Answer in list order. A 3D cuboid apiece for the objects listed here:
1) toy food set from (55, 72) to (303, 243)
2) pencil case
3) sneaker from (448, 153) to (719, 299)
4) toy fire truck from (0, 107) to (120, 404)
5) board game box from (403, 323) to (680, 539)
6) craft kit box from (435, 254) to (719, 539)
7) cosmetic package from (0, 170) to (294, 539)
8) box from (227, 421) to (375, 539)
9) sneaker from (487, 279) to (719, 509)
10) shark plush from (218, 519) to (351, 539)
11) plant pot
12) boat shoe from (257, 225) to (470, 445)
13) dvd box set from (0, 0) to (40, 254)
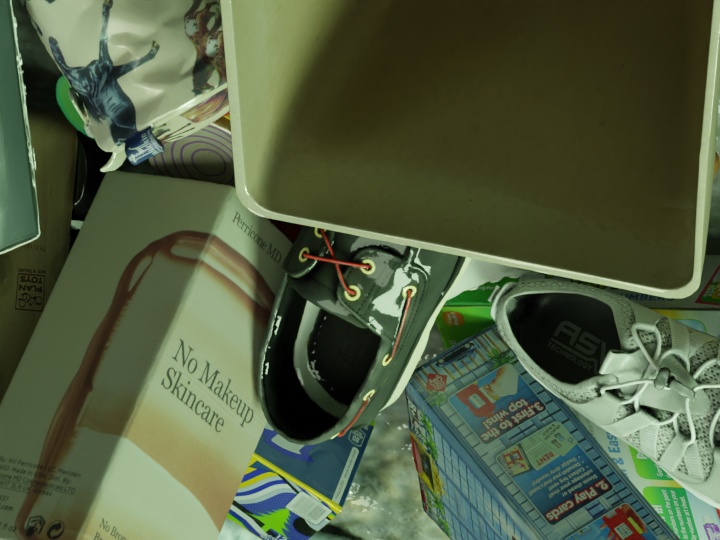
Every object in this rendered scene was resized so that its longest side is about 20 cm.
[{"bbox_3d":[-0.042,-0.088,1.333,0.200,0.049,0.198,32,138,-12],"label":"toy food set"},{"bbox_3d":[-0.130,-0.145,1.244,0.089,0.078,0.200,-33,95,4],"label":"pencil case"},{"bbox_3d":[0.089,-0.018,1.332,0.085,0.073,0.200,40,134,-16],"label":"sneaker"},{"bbox_3d":[-0.238,0.002,1.427,0.129,0.176,0.200,5,179,-42],"label":"toy fire truck"},{"bbox_3d":[0.110,0.161,1.378,0.200,0.062,0.200,44,155,40],"label":"board game box"},{"bbox_3d":[0.155,0.075,1.427,0.197,0.049,0.200,-1,134,21],"label":"craft kit box"},{"bbox_3d":[-0.106,0.063,1.351,0.087,0.200,0.103,7,157,36],"label":"cosmetic package"},{"bbox_3d":[-0.096,0.069,1.504,0.200,0.070,0.064,33,138,-12],"label":"box"},{"bbox_3d":[0.140,0.059,1.276,0.200,0.075,0.082,22,179,35],"label":"sneaker"},{"bbox_3d":[-0.088,0.128,1.571,0.200,0.091,0.083,30,108,-3],"label":"shark plush"},{"bbox_3d":[0.065,-0.135,1.139,0.200,0.177,0.200,11,137,13],"label":"plant pot"},{"bbox_3d":[0.002,0.001,1.304,0.074,0.063,0.201,37,132,22],"label":"boat shoe"},{"bbox_3d":[-0.222,-0.109,1.300,0.200,0.029,0.146,31,135,44],"label":"dvd box set"}]
